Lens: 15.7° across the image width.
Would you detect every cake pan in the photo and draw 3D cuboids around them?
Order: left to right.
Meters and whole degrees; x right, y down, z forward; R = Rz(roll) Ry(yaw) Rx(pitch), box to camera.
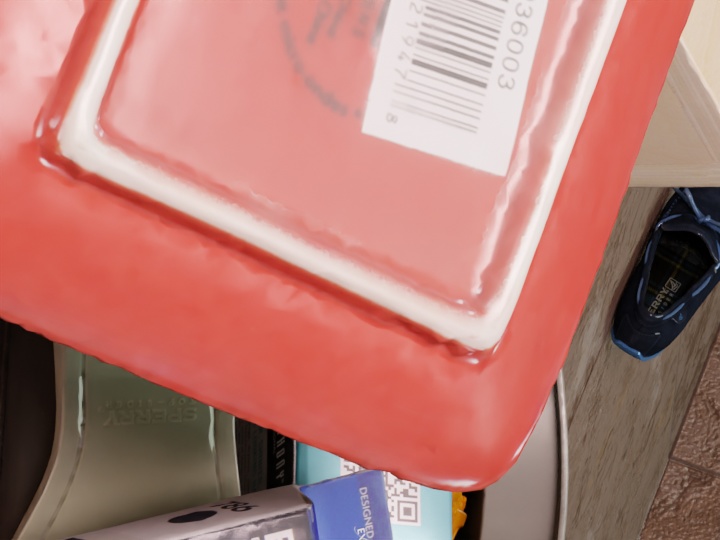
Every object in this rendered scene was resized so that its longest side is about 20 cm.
[{"bbox_3d":[0.054,0.071,1.230,0.200,0.037,0.200,177,-90,-78],"label":"cake pan"}]

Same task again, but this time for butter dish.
[{"bbox_3d":[-0.033,-0.069,0.641,0.199,0.148,0.200,25,81,-33],"label":"butter dish"}]

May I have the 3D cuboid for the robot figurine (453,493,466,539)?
[{"bbox_3d":[-0.010,0.149,1.115,0.145,0.058,0.200,88,25,-58],"label":"robot figurine"}]

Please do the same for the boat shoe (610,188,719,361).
[{"bbox_3d":[0.272,-0.011,2.131,0.069,0.084,0.200,111,3,-56],"label":"boat shoe"}]

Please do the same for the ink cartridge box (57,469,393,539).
[{"bbox_3d":[-0.063,0.116,0.657,0.200,0.039,0.099,-13,96,-30],"label":"ink cartridge box"}]

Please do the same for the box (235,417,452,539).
[{"bbox_3d":[-0.029,0.074,0.833,0.200,0.049,0.082,134,-41,-61],"label":"box"}]

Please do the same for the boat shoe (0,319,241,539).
[{"bbox_3d":[-0.072,0.054,0.738,0.061,0.072,0.201,-158,-105,-65],"label":"boat shoe"}]

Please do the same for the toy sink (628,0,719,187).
[{"bbox_3d":[0.060,-0.115,0.960,0.112,0.200,0.130,54,52,-39],"label":"toy sink"}]
